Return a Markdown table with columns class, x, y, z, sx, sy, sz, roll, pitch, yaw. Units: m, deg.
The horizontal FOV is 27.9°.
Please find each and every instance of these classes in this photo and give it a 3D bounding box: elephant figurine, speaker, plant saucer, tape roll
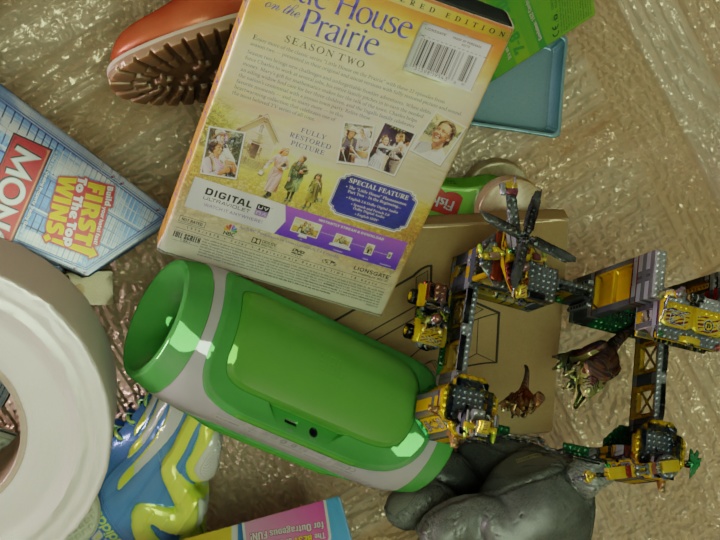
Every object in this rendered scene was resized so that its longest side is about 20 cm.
| class | x | y | z | sx | sy | sz | roll | pitch | yaw |
| --- | --- | --- | --- | --- | --- | --- | --- | --- | --- |
| elephant figurine | 0.106 | 0.220 | 0.982 | 0.141 | 0.155 | 0.201 | -24 | 107 | -23 |
| speaker | -0.038 | 0.067 | 0.871 | 0.200 | 0.088 | 0.089 | 27 | 97 | -27 |
| plant saucer | 0.035 | -0.132 | 0.943 | 0.199 | 0.019 | 0.070 | 7 | 82 | -11 |
| tape roll | -0.242 | 0.081 | 0.833 | 0.201 | 0.071 | 0.203 | -2 | 107 | -7 |

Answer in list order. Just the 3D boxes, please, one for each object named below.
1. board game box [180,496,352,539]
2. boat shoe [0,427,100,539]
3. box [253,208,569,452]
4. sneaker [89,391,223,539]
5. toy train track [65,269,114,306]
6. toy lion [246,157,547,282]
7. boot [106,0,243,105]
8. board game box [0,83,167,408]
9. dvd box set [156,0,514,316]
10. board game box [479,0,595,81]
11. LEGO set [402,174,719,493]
| class | x | y | z | sx | sy | sz | roll | pitch | yaw |
| --- | --- | --- | --- | --- | --- | --- | --- | --- | --- |
| board game box | -0.098 | 0.225 | 0.948 | 0.199 | 0.040 | 0.153 | -15 | 143 | -5 |
| boat shoe | -0.259 | 0.127 | 0.923 | 0.199 | 0.062 | 0.075 | 14 | 92 | 1 |
| box | 0.031 | 0.041 | 0.937 | 0.199 | 0.021 | 0.164 | -3 | 118 | -6 |
| sneaker | -0.144 | 0.121 | 0.937 | 0.105 | 0.076 | 0.201 | 8 | 110 | -6 |
| toy train track | -0.260 | 0.017 | 0.930 | 0.199 | 0.033 | 0.115 | -3 | 91 | -14 |
| toy lion | 0.000 | 0.000 | 0.955 | 0.199 | 0.069 | 0.192 | 16 | 106 | -12 |
| boot | -0.073 | -0.177 | 0.893 | 0.199 | 0.075 | 0.108 | -26 | 69 | -4 |
| board game box | -0.227 | -0.024 | 0.891 | 0.199 | 0.062 | 0.201 | 23 | 84 | -13 |
| dvd box set | -0.018 | -0.079 | 0.830 | 0.146 | 0.029 | 0.201 | 16 | 118 | -14 |
| board game box | 0.065 | -0.157 | 0.890 | 0.200 | 0.030 | 0.096 | -36 | 134 | -26 |
| LEGO set | 0.135 | 0.048 | 0.849 | 0.199 | 0.116 | 0.154 | 22 | 72 | -17 |
